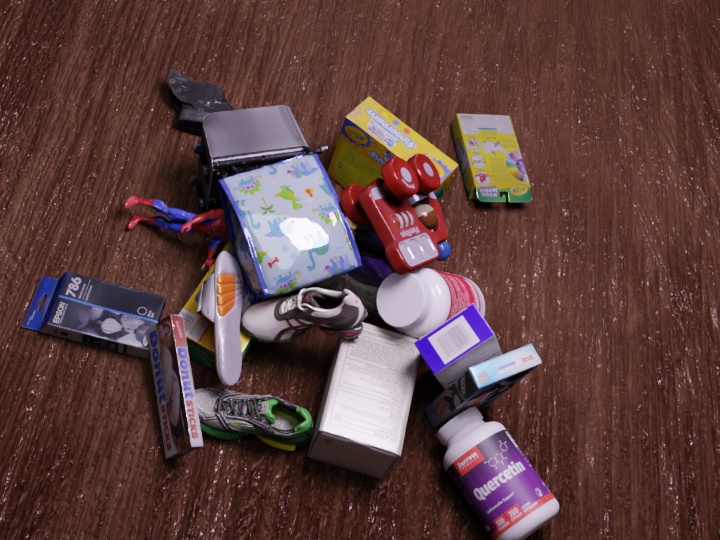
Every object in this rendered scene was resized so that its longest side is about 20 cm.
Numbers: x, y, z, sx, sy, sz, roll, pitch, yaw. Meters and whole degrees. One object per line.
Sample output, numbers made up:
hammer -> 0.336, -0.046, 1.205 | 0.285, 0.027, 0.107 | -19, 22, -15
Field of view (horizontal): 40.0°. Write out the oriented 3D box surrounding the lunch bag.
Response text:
lunch bag -> -0.116, -0.069, 1.541 | 0.169, 0.127, 0.201 | -18, 90, -21

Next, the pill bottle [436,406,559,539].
pill bottle -> 0.202, 0.310, 1.499 | 0.112, 0.113, 0.200 | -25, 68, -27

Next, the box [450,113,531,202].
box -> 0.248, -0.205, 1.873 | 0.117, 0.048, 0.201 | 0, 57, -16

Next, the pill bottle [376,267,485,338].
pill bottle -> 0.111, 0.054, 1.577 | 0.200, 0.112, 0.113 | 12, 44, -58

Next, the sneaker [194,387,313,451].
sneaker -> -0.164, 0.208, 1.478 | 0.199, 0.085, 0.078 | 11, 57, -8

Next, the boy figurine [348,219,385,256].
boy figurine -> -0.018, -0.089, 1.702 | 0.199, 0.065, 0.124 | 26, 25, 20

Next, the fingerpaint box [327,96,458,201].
fingerpaint box -> 0.053, -0.177, 1.728 | 0.200, 0.167, 0.073 | 38, 57, 10

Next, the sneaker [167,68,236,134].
sneaker -> -0.255, -0.292, 1.778 | 0.199, 0.060, 0.105 | 11, 61, -5

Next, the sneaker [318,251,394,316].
sneaker -> 0.000, 0.000, 1.668 | 0.200, 0.070, 0.100 | 30, 51, -4

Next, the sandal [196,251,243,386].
sandal -> -0.218, 0.071, 1.485 | 0.059, 0.079, 0.208 | -7, 71, 19

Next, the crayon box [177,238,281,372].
crayon box -> -0.206, 0.059, 1.575 | 0.118, 0.058, 0.200 | 28, 56, 2

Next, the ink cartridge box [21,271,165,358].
ink cartridge box -> -0.410, 0.064, 1.527 | 0.199, 0.039, 0.100 | 14, 57, -6

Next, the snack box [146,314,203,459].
snack box -> -0.275, 0.171, 1.458 | 0.024, 0.072, 0.201 | 5, 65, -42

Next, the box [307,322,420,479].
box -> 0.008, 0.196, 1.518 | 0.127, 0.109, 0.201 | 18, 56, -4

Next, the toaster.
toaster -> -0.178, -0.170, 1.648 | 0.199, 0.181, 0.119 | -11, 58, -20

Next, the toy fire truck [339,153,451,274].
toy fire truck -> 0.073, -0.082, 1.547 | 0.200, 0.112, 0.168 | -19, 80, -59

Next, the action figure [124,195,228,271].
action figure -> -0.288, -0.063, 1.587 | 0.199, 0.065, 0.099 | 7, 41, 10

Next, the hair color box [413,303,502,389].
hair color box -> 0.156, 0.126, 1.534 | 0.109, 0.200, 0.065 | -33, 68, 1

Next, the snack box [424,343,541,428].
snack box -> 0.184, 0.180, 1.522 | 0.116, 0.200, 0.037 | -18, 71, -24

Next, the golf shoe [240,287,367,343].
golf shoe -> -0.091, 0.057, 1.497 | 0.199, 0.088, 0.077 | -4, 54, 10
